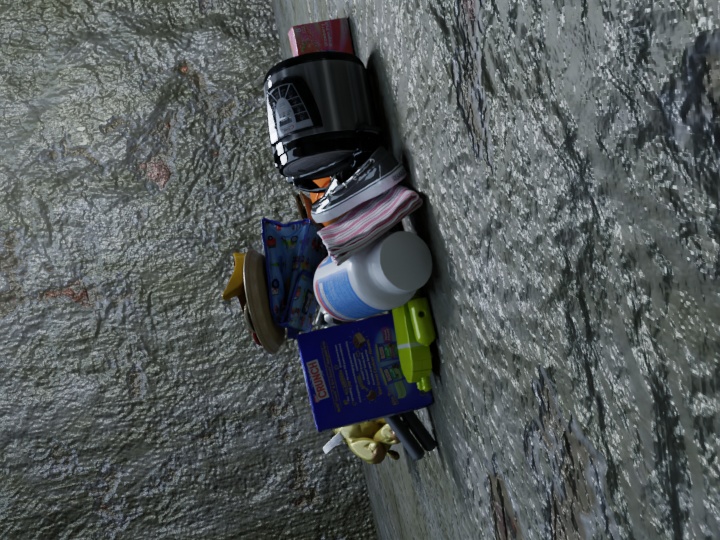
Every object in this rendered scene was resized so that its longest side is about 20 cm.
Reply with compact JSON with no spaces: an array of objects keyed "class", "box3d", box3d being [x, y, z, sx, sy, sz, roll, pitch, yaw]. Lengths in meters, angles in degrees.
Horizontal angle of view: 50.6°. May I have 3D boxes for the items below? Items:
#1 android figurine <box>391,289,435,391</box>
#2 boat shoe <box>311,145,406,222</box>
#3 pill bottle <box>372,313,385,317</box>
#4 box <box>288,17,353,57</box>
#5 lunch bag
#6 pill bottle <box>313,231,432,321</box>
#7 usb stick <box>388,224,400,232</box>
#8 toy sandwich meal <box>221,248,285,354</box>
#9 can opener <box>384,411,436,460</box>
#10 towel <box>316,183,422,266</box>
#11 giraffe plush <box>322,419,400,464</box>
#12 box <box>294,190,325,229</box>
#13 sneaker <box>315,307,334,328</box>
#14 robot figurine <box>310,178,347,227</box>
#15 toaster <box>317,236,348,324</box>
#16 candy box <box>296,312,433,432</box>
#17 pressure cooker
[{"class":"android figurine","box3d":[0.080,0.089,1.192,0.182,0.041,0.200,120,140,-79]},{"class":"boat shoe","box3d":[-0.013,-0.128,1.133,0.200,0.069,0.057,-22,109,47]},{"class":"pill bottle","box3d":[0.020,0.133,1.491,0.200,0.112,0.112,-168,66,-83]},{"class":"box","box3d":[-0.060,-0.338,1.362,0.095,0.102,0.200,-129,28,-77]},{"class":"lunch bag","box3d":[-0.119,0.021,1.349,0.151,0.094,0.200,40,-128,-77]},{"class":"pill bottle","box3d":[0.018,0.007,1.098,0.200,0.112,0.112,-23,79,62]},{"class":"usb stick","box3d":[0.030,-0.128,1.265,0.055,0.033,0.200,94,163,-65]},{"class":"toy sandwich meal","box3d":[-0.186,0.053,1.315,0.205,0.070,0.206,-12,-90,-83]},{"class":"can opener","box3d":[0.054,0.245,1.355,0.200,0.053,0.067,53,161,9]},{"class":"towel","box3d":[0.006,-0.078,1.087,0.030,0.146,0.200,54,-179,-16]},{"class":"giraffe plush","box3d":[0.033,0.374,1.756,0.162,0.200,0.173,34,-149,-55]},{"class":"box","box3d":[-0.042,-0.070,1.524,0.200,0.021,0.164,38,-169,-23]},{"class":"sneaker","box3d":[-0.030,0.063,1.522,0.092,0.076,0.200,-57,4,-33]},{"class":"robot figurine","box3d":[-0.035,-0.140,1.452,0.144,0.116,0.200,-66,20,19]},{"class":"toaster","box3d":[0.000,0.000,1.339,0.200,0.129,0.114,85,170,-47]},{"class":"candy box","box3d":[0.004,0.172,1.301,0.077,0.200,0.169,98,159,-72]},{"class":"pressure cooker","box3d":[-0.057,-0.225,1.210,0.176,0.178,0.200,128,134,-81]}]
